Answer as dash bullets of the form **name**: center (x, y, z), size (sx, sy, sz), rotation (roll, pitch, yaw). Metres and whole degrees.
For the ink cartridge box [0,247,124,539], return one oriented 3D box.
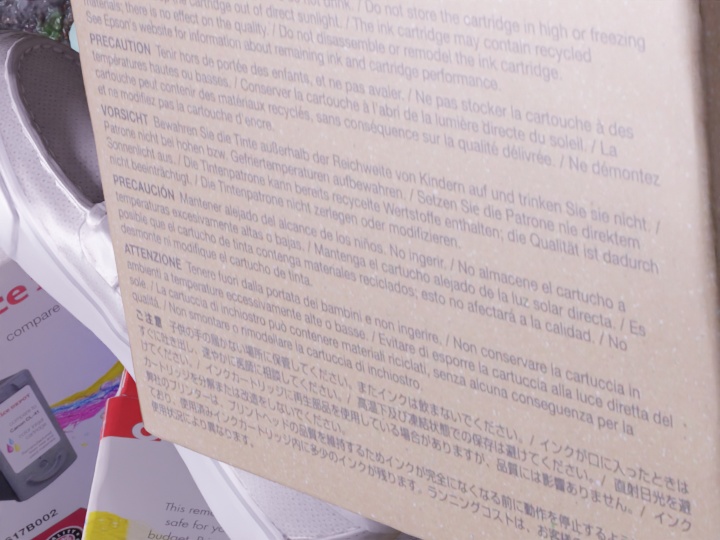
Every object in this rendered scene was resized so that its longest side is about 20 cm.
- **ink cartridge box**: center (-0.139, 0.036, 1.008), size (0.086, 0.147, 0.200), rotation (46, 163, 39)

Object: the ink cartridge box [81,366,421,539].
- **ink cartridge box**: center (-0.033, 0.109, 0.727), size (0.200, 0.116, 0.067), rotation (-85, 4, -50)

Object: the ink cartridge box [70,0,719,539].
- **ink cartridge box**: center (0.024, -0.027, 0.502), size (0.200, 0.075, 0.165), rotation (16, 119, 47)

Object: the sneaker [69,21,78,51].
- **sneaker**: center (-0.026, -0.140, 1.019), size (0.078, 0.200, 0.140), rotation (47, 120, 11)

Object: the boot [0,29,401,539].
- **boot**: center (-0.038, -0.009, 0.678), size (0.200, 0.074, 0.096), rotation (52, 131, 4)
